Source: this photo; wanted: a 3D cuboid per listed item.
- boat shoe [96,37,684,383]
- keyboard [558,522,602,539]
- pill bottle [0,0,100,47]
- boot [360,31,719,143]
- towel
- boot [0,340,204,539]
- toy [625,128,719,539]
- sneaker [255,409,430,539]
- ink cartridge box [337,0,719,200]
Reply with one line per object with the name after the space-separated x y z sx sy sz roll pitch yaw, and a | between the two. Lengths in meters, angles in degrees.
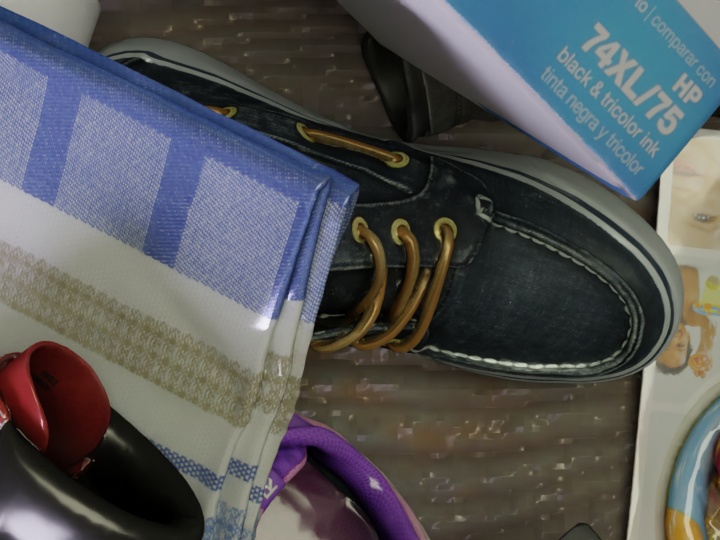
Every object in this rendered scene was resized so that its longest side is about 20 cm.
0.000 0.000 0.874 0.200 0.091 0.071 19 114 -6 | boat shoe
0.003 0.155 0.865 0.200 0.104 0.040 -39 62 -12 | keyboard
-0.101 -0.158 0.861 0.113 0.113 0.200 16 83 -10 | pill bottle
0.062 -0.141 0.916 0.131 0.070 0.200 -1 87 -11 | boot
-0.085 0.031 0.821 0.147 0.024 0.200 26 120 17 | towel
-0.142 0.057 0.809 0.200 0.072 0.144 27 119 9 | boot
0.145 0.058 0.930 0.115 0.047 0.200 6 84 -10 | toy
-0.052 0.050 0.870 0.200 0.088 0.081 38 81 -6 | sneaker
0.060 -0.156 0.794 0.200 0.147 0.146 -50 126 -2 | ink cartridge box
